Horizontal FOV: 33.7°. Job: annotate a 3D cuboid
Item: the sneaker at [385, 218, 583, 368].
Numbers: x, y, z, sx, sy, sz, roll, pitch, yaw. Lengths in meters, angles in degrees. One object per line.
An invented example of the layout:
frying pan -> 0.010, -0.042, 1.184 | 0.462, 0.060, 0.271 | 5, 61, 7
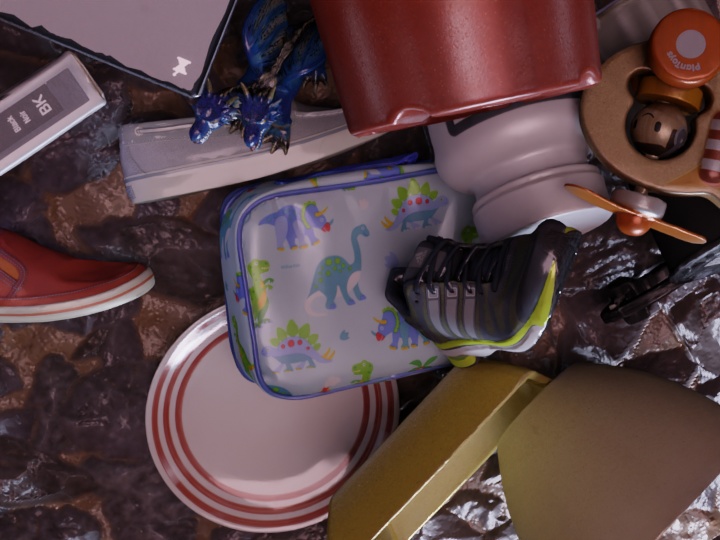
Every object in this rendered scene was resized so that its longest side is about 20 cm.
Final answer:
sneaker -> 0.072, 0.010, 0.758 | 0.081, 0.200, 0.074 | 29, 66, -9

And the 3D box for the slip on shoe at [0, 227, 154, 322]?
slip on shoe -> -0.250, 0.001, 0.856 | 0.200, 0.074, 0.061 | 1, 102, -5

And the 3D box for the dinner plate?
dinner plate -> -0.068, 0.112, 0.938 | 0.200, 0.024, 0.200 | -2, 106, -8

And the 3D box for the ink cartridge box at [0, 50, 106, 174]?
ink cartridge box -> -0.261, -0.061, 0.745 | 0.200, 0.198, 0.043 | -38, 106, -12

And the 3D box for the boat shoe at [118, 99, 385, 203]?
boat shoe -> -0.076, -0.103, 0.854 | 0.201, 0.070, 0.072 | -15, 95, -11

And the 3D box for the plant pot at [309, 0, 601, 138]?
plant pot -> 0.045, -0.185, 0.675 | 0.200, 0.201, 0.196 | -12, 95, -6

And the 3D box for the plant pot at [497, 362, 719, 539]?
plant pot -> 0.186, 0.150, 0.921 | 0.134, 0.200, 0.200 | 44, 95, 16

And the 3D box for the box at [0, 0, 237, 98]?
box -> -0.174, -0.207, 0.743 | 0.200, 0.198, 0.123 | 21, 101, -15

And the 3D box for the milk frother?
milk frother -> 0.218, -0.077, 0.886 | 0.200, 0.180, 0.188 | -32, 71, 29

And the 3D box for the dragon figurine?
dragon figurine -> -0.050, -0.145, 0.792 | 0.059, 0.099, 0.200 | 28, 66, 2

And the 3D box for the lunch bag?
lunch bag -> 0.000, 0.000, 0.872 | 0.200, 0.082, 0.161 | -11, 101, -18

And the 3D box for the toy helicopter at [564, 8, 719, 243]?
toy helicopter -> 0.217, -0.054, 0.739 | 0.200, 0.079, 0.132 | 44, 87, 6

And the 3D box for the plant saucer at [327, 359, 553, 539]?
plant saucer -> 0.057, 0.137, 0.900 | 0.048, 0.200, 0.200 | 44, 95, 16

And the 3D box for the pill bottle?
pill bottle -> 0.099, -0.117, 0.814 | 0.119, 0.120, 0.200 | -14, 77, -5
